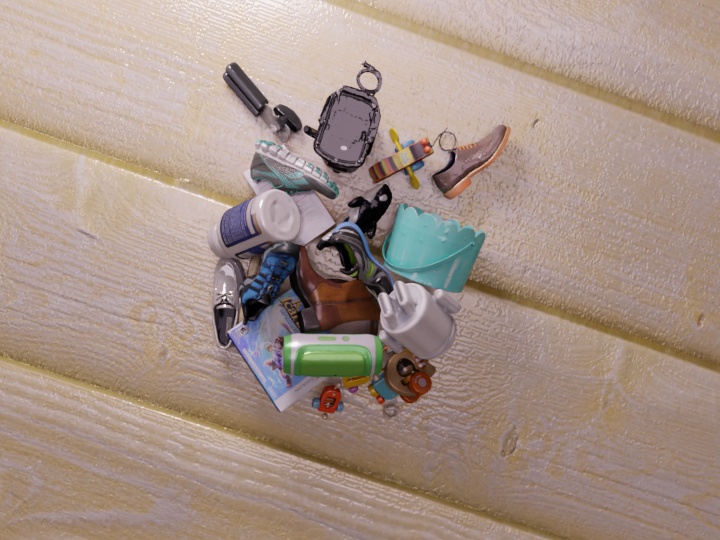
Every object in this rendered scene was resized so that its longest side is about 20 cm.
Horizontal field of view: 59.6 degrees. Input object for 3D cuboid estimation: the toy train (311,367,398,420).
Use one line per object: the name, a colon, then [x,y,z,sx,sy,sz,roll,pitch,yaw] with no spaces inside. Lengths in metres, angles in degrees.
toy train: [-0.003,0.262,1.383,0.197,0.056,0.152,9,118,-17]

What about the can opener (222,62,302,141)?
can opener: [-0.213,-0.362,1.352,0.200,0.053,0.067,46,57,-5]

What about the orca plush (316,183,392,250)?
orca plush: [-0.002,-0.095,1.323,0.199,0.106,0.071,-35,65,-13]

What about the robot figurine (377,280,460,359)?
robot figurine: [0.117,0.103,1.249,0.169,0.114,0.200,-34,130,19]

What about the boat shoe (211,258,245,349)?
boat shoe: [-0.291,0.070,1.359,0.071,0.066,0.203,5,93,-1]

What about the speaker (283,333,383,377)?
speaker: [-0.057,0.171,1.270,0.197,0.088,0.090,2,93,-6]

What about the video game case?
video game case: [-0.152,0.161,1.323,0.180,0.045,0.201,-35,94,-18]

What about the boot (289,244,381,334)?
boot: [-0.043,0.026,1.319,0.197,0.068,0.191,-11,82,-21]

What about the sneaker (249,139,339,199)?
sneaker: [-0.139,-0.188,1.294,0.198,0.078,0.092,28,107,0]

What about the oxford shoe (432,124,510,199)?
oxford shoe: [0.239,-0.247,1.347,0.073,0.071,0.200,43,91,-15]

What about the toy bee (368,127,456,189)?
toy bee: [0.108,-0.253,1.331,0.131,0.109,0.200,43,91,-2]

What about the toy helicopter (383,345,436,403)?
toy helicopter: [0.111,0.173,1.349,0.131,0.079,0.201,34,58,0]

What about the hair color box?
hair color box: [-0.151,-0.154,1.352,0.110,0.064,0.201,-33,95,0]

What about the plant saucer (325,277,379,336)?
plant saucer: [-0.058,0.116,1.385,0.197,0.032,0.203,0,94,-2]

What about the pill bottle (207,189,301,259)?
pill bottle: [-0.224,-0.086,1.290,0.198,0.110,0.112,-16,95,40]

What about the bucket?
bucket: [0.148,-0.047,1.302,0.205,0.207,0.137,18,98,-3]

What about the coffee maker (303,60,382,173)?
coffee maker: [-0.013,-0.295,1.279,0.135,0.200,0.192,42,94,-6]

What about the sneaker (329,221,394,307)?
sneaker: [0.000,0.000,1.280,0.083,0.070,0.201,-45,109,-40]

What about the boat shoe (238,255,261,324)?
boat shoe: [-0.217,0.065,1.361,0.071,0.072,0.203,11,87,-1]

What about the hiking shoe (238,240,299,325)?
hiking shoe: [-0.176,0.025,1.246,0.074,0.088,0.200,16,134,-29]
